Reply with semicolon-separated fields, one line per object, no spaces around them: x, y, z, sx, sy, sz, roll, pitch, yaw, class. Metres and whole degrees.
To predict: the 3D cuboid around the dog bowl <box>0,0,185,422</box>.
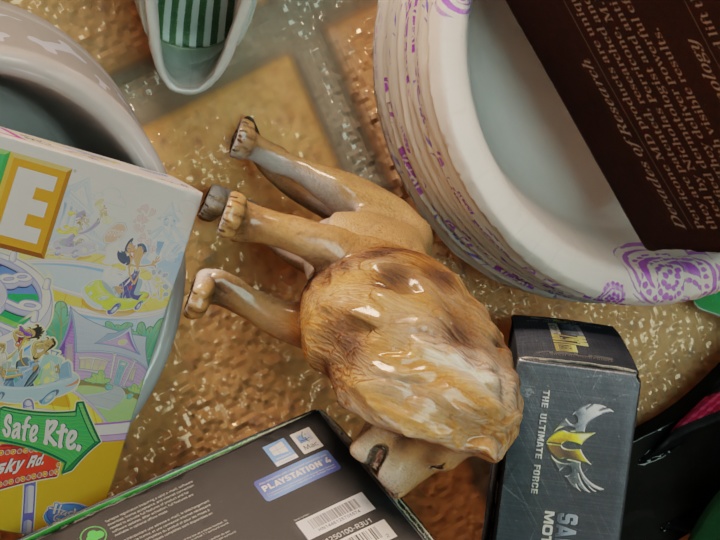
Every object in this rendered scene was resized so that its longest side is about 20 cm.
-0.154;0.001;0.752;0.198;0.059;0.202;-7;106;-26;dog bowl

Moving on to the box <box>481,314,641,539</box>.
0.071;0.125;0.811;0.050;0.158;0.202;8;94;2;box

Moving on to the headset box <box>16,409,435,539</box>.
-0.060;0.180;0.758;0.173;0.093;0.201;-23;135;-21;headset box

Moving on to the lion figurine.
0.000;0.000;0.770;0.121;0.201;0.073;20;116;-9;lion figurine

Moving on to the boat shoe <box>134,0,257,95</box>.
-0.051;-0.154;0.753;0.073;0.067;0.201;-2;134;-6;boat shoe

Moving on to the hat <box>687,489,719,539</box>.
0.251;0.140;0.935;0.176;0.165;0.202;-30;141;-52;hat

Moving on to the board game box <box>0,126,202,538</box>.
-0.165;0.009;0.695;0.198;0.034;0.136;15;96;-30;board game box

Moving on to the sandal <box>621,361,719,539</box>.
0.161;0.083;0.905;0.199;0.045;0.076;-30;104;-11;sandal

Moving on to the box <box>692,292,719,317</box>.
0.228;-0.062;0.949;0.116;0.048;0.202;19;85;-22;box

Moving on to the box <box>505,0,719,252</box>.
0.172;-0.116;0.727;0.165;0.200;0.165;-37;105;-18;box

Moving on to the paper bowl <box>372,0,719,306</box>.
0.099;-0.087;0.860;0.199;0.104;0.203;0;90;-23;paper bowl
